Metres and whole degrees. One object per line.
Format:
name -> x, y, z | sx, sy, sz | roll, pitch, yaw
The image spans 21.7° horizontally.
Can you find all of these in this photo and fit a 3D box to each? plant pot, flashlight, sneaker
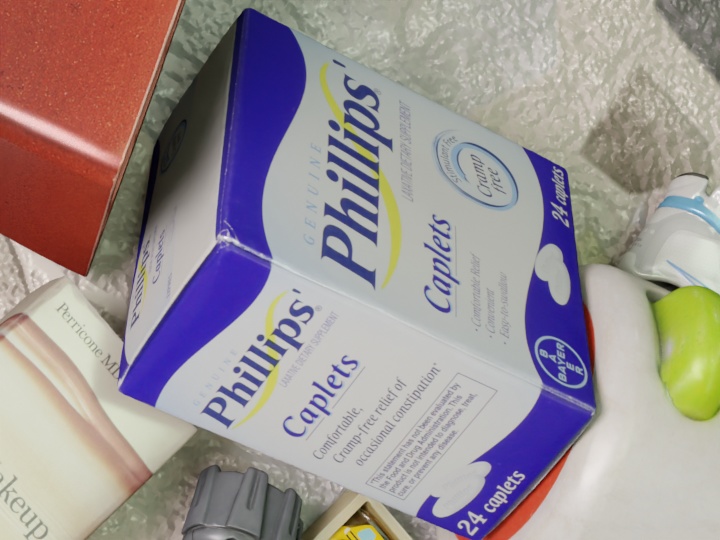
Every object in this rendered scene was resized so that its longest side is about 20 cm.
plant pot -> -0.169, -0.136, 0.859 | 0.175, 0.200, 0.201 | 20, 75, -7
flashlight -> -0.076, 0.183, 0.872 | 0.068, 0.068, 0.201 | 8, 51, 5
sneaker -> 0.221, 0.046, 1.069 | 0.087, 0.075, 0.200 | -44, 93, -15

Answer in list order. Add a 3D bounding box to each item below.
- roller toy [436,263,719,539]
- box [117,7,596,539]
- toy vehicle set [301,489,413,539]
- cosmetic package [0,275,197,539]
roller toy -> 0.135, 0.102, 0.956 | 0.139, 0.200, 0.183 | 24, 84, -18
box -> 0.000, 0.000, 0.907 | 0.199, 0.105, 0.184 | 24, 36, -19
toy vehicle set -> 0.019, 0.227, 0.971 | 0.124, 0.026, 0.200 | -43, 100, -22
cosmetic package -> -0.185, 0.107, 0.865 | 0.200, 0.087, 0.103 | -45, 100, -22
